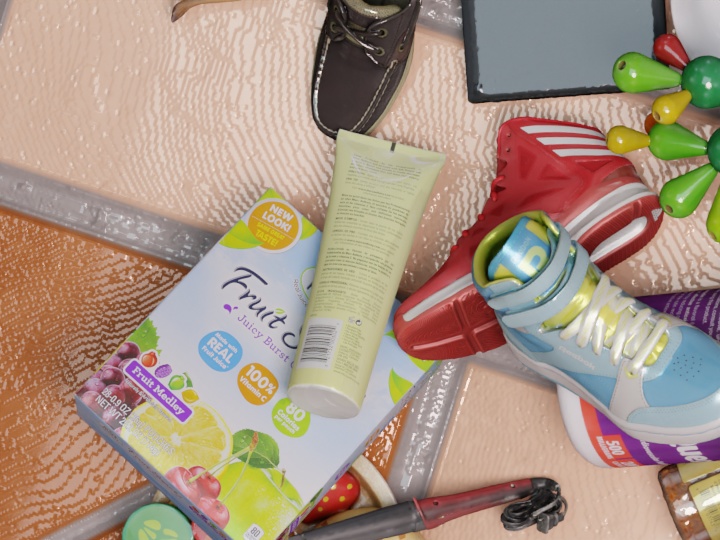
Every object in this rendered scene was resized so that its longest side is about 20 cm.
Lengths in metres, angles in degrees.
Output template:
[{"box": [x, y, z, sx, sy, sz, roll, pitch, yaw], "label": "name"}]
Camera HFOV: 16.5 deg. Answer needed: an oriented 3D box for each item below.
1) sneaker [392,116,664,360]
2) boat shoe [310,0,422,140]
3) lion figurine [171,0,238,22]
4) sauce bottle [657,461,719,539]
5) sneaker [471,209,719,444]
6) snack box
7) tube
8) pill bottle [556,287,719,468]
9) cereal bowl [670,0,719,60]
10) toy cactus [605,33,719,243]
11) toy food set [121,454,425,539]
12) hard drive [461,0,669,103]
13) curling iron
[{"box": [0.095, -0.027, 1.673, 0.199, 0.079, 0.116, -27, 54, -6], "label": "sneaker"}, {"box": [0.007, -0.181, 1.687, 0.073, 0.065, 0.201, 22, 104, 14], "label": "boat shoe"}, {"box": [-0.066, -0.263, 1.716, 0.121, 0.073, 0.202, 8, 106, -3], "label": "lion figurine"}, {"box": [0.299, 0.123, 1.652, 0.199, 0.066, 0.066, -22, 87, 10], "label": "sauce bottle"}, {"box": [0.145, 0.031, 1.527, 0.199, 0.131, 0.080, 21, 69, 41], "label": "sneaker"}, {"box": [-0.067, 0.074, 1.681, 0.168, 0.068, 0.200, 40, 73, 7], "label": "snack box"}, {"box": [0.000, 0.000, 1.654, 0.052, 0.058, 0.201, -15, 53, 47], "label": "tube"}, {"box": [0.235, 0.068, 1.612, 0.199, 0.112, 0.113, -7, 89, 30], "label": "pill bottle"}, {"box": [0.308, -0.186, 1.619, 0.199, 0.083, 0.201, 13, 125, 18], "label": "cereal bowl"}, {"box": [0.261, -0.093, 1.608, 0.200, 0.102, 0.165, 45, 110, -2], "label": "toy cactus"}, {"box": [-0.061, 0.205, 1.722, 0.198, 0.049, 0.200, -38, 85, 8], "label": "toy food set"}, {"box": [0.136, -0.219, 1.693, 0.138, 0.033, 0.202, -4, 90, 10], "label": "hard drive"}, {"box": [0.047, 0.167, 1.677, 0.198, 0.050, 0.026, -6, 110, -12], "label": "curling iron"}]
